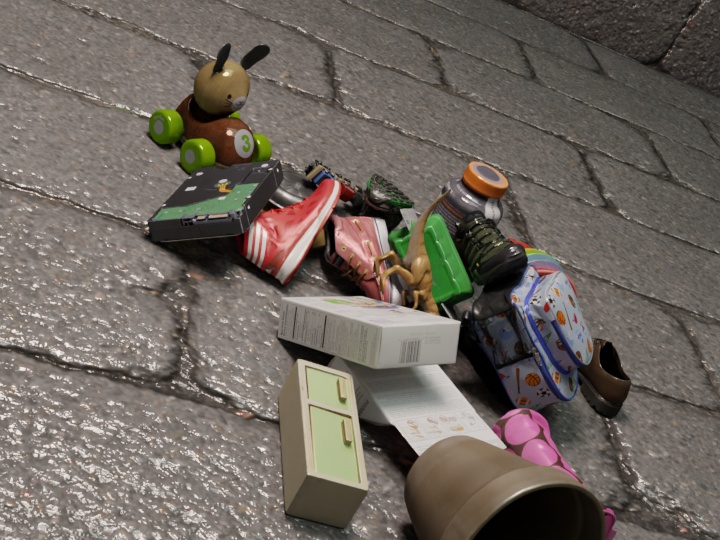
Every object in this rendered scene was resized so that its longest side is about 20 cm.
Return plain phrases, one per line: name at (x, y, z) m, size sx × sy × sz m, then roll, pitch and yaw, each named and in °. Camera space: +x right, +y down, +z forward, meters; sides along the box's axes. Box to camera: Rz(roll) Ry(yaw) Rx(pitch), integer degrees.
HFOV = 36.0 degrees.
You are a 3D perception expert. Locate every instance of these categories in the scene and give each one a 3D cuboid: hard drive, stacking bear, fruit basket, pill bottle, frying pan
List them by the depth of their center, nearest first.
hard drive at (-0.202, -0.100, 1.580) m, size 0.139 × 0.038 × 0.200 m, roll -5°, pitch 24°, yaw 16°
fruit basket at (0.101, -0.006, 1.647) m, size 0.200 × 0.093 × 0.186 m, roll -37°, pitch 104°, yaw -87°
frying pan at (-0.076, -0.102, 1.734) m, size 0.190 × 0.031 × 0.115 m, roll 36°, pitch 29°, yaw 19°
pill bottle at (0.159, -0.074, 1.770) m, size 0.106 × 0.200 × 0.106 m, roll 22°, pitch 29°, yaw -13°
stacking bear at (0.273, 0.012, 1.835) m, size 0.113 × 0.122 × 0.200 m, roll -20°, pitch 24°, yaw -2°

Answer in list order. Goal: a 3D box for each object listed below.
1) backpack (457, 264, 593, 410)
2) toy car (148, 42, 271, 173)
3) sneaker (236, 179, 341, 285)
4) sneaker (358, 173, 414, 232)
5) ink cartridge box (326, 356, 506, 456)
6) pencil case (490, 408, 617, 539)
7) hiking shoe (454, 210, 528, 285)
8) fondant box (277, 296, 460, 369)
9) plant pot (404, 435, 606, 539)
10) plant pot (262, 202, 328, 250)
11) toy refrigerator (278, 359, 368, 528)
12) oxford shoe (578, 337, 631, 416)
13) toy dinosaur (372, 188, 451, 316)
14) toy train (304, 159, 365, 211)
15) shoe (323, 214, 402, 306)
backpack at (0.248, 0.101, 1.587) m, size 0.200 × 0.154 × 0.191 m, roll -40°, pitch 113°, yaw -58°
toy car at (-0.210, -0.269, 1.754) m, size 0.158 × 0.200 × 0.164 m, roll 42°, pitch 31°, yaw 24°
sneaker at (-0.109, -0.083, 1.613) m, size 0.115 × 0.078 × 0.200 m, roll 31°, pitch 49°, yaw -5°
sneaker at (0.037, -0.092, 1.756) m, size 0.078 × 0.085 × 0.200 m, roll 38°, pitch -1°, yaw 11°
ink cartridge box at (0.069, 0.181, 1.437) m, size 0.162 × 0.057 × 0.200 m, roll -1°, pitch 45°, yaw -44°
pencil case at (0.244, 0.266, 1.413) m, size 0.093 × 0.091 × 0.200 m, roll 10°, pitch 31°, yaw -31°
hiking shoe at (0.176, -0.036, 1.613) m, size 0.076 × 0.200 × 0.101 m, roll -23°, pitch 94°, yaw -15°
fondant box at (0.009, 0.077, 1.443) m, size 0.144 × 0.059 × 0.200 m, roll 0°, pitch 10°, yaw -42°
plant pot at (0.138, 0.276, 1.223) m, size 0.199 × 0.201 × 0.173 m, roll 9°, pitch 17°, yaw -32°
plant pot at (-0.125, -0.091, 1.725) m, size 0.199 × 0.028 × 0.200 m, roll 22°, pitch 30°, yaw -13°
toy refrigerator at (-0.045, 0.194, 1.284) m, size 0.076 × 0.070 × 0.200 m, roll 19°, pitch 29°, yaw -18°
oxford shoe at (0.365, 0.131, 1.749) m, size 0.072 × 0.085 × 0.200 m, roll 3°, pitch 36°, yaw -36°
toy dinosaur at (0.074, -0.010, 1.533) m, size 0.106 × 0.201 × 0.060 m, roll -6°, pitch 8°, yaw -10°
toy train at (-0.032, -0.132, 1.808) m, size 0.046 × 0.034 × 0.200 m, roll 57°, pitch 16°, yaw 28°
shoe at (0.000, 0.000, 1.634) m, size 0.091 × 0.072 × 0.201 m, roll 4°, pitch 50°, yaw -20°
